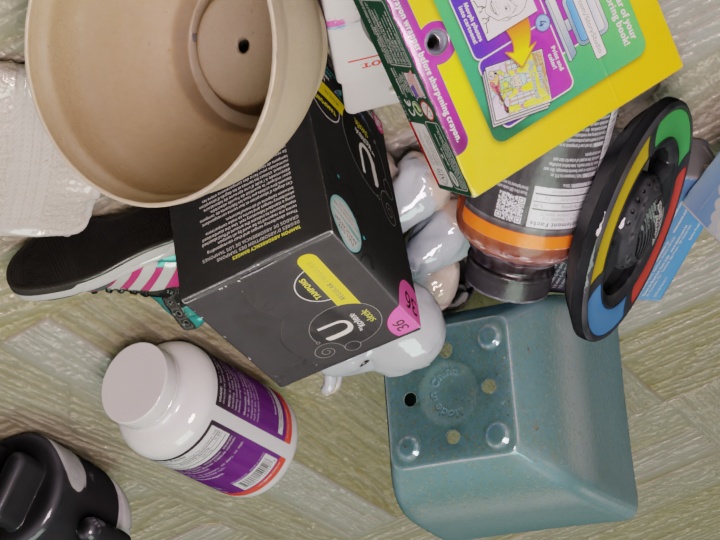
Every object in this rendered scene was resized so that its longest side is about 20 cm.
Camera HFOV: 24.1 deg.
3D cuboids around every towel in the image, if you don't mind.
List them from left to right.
[{"bbox_3d":[-0.260,-0.086,1.276,0.131,0.035,0.201,-2,146,-18],"label":"towel"}]

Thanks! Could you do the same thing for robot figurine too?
[{"bbox_3d":[-0.314,0.240,1.681,0.124,0.151,0.200,-34,144,9],"label":"robot figurine"}]

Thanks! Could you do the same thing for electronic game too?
[{"bbox_3d":[0.214,-0.039,1.322,0.041,0.201,0.201,22,157,23],"label":"electronic game"}]

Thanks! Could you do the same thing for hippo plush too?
[{"bbox_3d":[0.000,0.000,1.352,0.197,0.162,0.161,3,127,6],"label":"hippo plush"}]

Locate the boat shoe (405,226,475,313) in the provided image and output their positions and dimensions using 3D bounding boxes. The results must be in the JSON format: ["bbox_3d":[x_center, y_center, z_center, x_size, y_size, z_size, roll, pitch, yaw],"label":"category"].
[{"bbox_3d":[0.068,0.004,1.503,0.071,0.072,0.201,-4,147,-15],"label":"boat shoe"}]

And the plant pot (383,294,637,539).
[{"bbox_3d":[0.112,0.122,1.470,0.194,0.198,0.200,-11,164,24],"label":"plant pot"}]

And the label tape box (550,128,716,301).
[{"bbox_3d":[0.197,-0.051,1.450,0.198,0.066,0.144,6,131,-24],"label":"label tape box"}]

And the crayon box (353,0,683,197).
[{"bbox_3d":[0.089,-0.177,1.055,0.172,0.058,0.201,-32,110,-16],"label":"crayon box"}]

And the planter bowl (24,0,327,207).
[{"bbox_3d":[-0.103,-0.149,1.112,0.199,0.202,0.134,-33,171,30],"label":"planter bowl"}]

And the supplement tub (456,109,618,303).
[{"bbox_3d":[0.133,-0.079,1.296,0.106,0.107,0.202,1,118,-21],"label":"supplement tub"}]

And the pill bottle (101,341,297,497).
[{"bbox_3d":[-0.153,0.137,1.592,0.112,0.113,0.200,-27,145,21],"label":"pill bottle"}]

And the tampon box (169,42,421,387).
[{"bbox_3d":[-0.053,-0.048,1.245,0.125,0.202,0.150,-23,144,17],"label":"tampon box"}]

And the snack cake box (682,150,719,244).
[{"bbox_3d":[0.375,-0.101,1.394,0.114,0.067,0.201,16,116,-40],"label":"snack cake box"}]

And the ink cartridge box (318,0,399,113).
[{"bbox_3d":[0.025,-0.203,1.166,0.115,0.068,0.201,-13,147,-2],"label":"ink cartridge box"}]

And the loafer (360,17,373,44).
[{"bbox_3d":[0.092,-0.166,1.138,0.198,0.071,0.075,11,163,-23],"label":"loafer"}]

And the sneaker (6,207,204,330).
[{"bbox_3d":[-0.184,0.004,1.406,0.198,0.084,0.121,-17,139,4],"label":"sneaker"}]
